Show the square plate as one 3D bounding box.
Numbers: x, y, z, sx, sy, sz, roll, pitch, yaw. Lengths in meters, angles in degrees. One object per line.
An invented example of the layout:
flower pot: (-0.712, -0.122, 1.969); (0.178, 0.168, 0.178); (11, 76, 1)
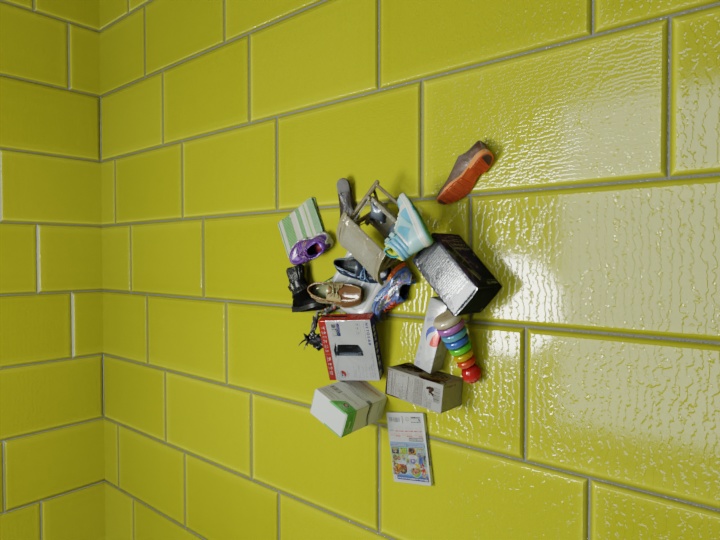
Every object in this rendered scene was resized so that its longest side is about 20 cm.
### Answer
square plate: (-0.011, 0.036, 1.767); (0.196, 0.028, 0.204); (35, 96, 33)

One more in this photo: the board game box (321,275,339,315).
board game box: (-0.073, 0.069, 1.865); (0.197, 0.023, 0.108); (-30, 69, 38)

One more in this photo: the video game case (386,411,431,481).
video game case: (0.146, 0.530, 1.684); (0.140, 0.018, 0.209); (-10, 84, 41)

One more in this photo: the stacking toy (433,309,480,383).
stacking toy: (0.265, 0.210, 1.504); (0.083, 0.085, 0.206); (-13, 106, 39)

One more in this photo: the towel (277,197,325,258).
towel: (-0.208, -0.144, 1.980); (0.197, 0.023, 0.158); (-30, 73, 36)

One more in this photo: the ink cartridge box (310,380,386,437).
ink cartridge box: (-0.034, 0.412, 1.723); (0.144, 0.196, 0.087); (28, 111, 36)

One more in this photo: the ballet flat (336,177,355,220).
ballet flat: (-0.044, -0.196, 1.822); (0.065, 0.046, 0.209); (-9, 90, 9)

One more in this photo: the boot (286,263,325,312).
boot: (-0.191, 0.057, 1.906); (0.208, 0.077, 0.165); (-9, 85, 57)

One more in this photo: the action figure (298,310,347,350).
action figure: (-0.111, 0.197, 1.837); (0.194, 0.120, 0.105); (-18, 46, 21)

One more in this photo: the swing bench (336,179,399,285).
swing bench: (0.052, -0.108, 1.623); (0.199, 0.131, 0.199); (-43, 60, -8)

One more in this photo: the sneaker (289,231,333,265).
sneaker: (-0.181, -0.068, 1.901); (0.197, 0.084, 0.082); (-27, 103, 39)

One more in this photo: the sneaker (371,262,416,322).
sneaker: (0.098, 0.078, 1.682); (0.078, 0.074, 0.204); (41, 118, 28)

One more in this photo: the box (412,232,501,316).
box: (0.255, 0.009, 1.491); (0.105, 0.145, 0.202); (-52, 61, 28)

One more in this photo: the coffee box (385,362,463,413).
coffee box: (0.178, 0.328, 1.589); (0.195, 0.111, 0.083); (9, 97, 41)

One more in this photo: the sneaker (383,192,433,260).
sneaker: (0.104, -0.112, 1.492); (0.129, 0.079, 0.203); (-35, 40, 14)

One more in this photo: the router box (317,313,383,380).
router box: (-0.029, 0.236, 1.736); (0.173, 0.049, 0.208); (-4, 108, 22)

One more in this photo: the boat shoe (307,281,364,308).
boat shoe: (-0.082, 0.072, 1.740); (0.194, 0.073, 0.079); (-1, 75, 32)

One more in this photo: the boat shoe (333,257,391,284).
boat shoe: (0.000, 0.000, 1.712); (0.194, 0.068, 0.088); (-1, 76, 31)

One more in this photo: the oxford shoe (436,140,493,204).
oxford shoe: (0.277, -0.262, 1.529); (0.200, 0.070, 0.074); (-45, 44, 28)

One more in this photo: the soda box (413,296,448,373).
soda box: (0.213, 0.180, 1.584); (0.062, 0.067, 0.208); (22, 105, 37)
